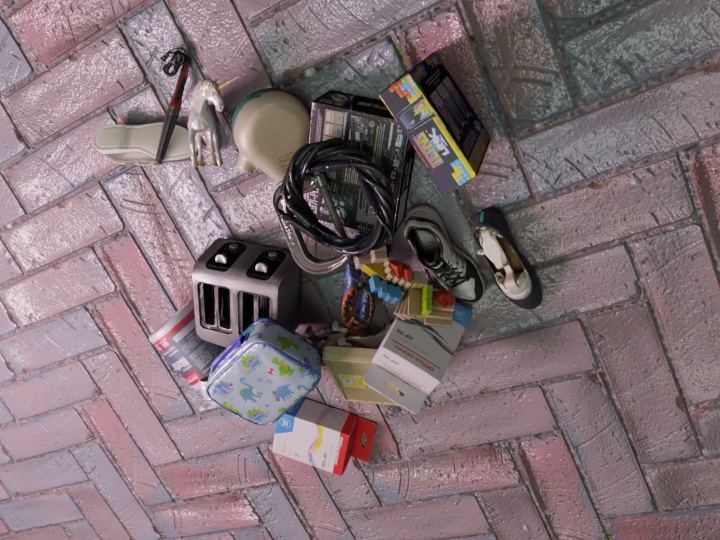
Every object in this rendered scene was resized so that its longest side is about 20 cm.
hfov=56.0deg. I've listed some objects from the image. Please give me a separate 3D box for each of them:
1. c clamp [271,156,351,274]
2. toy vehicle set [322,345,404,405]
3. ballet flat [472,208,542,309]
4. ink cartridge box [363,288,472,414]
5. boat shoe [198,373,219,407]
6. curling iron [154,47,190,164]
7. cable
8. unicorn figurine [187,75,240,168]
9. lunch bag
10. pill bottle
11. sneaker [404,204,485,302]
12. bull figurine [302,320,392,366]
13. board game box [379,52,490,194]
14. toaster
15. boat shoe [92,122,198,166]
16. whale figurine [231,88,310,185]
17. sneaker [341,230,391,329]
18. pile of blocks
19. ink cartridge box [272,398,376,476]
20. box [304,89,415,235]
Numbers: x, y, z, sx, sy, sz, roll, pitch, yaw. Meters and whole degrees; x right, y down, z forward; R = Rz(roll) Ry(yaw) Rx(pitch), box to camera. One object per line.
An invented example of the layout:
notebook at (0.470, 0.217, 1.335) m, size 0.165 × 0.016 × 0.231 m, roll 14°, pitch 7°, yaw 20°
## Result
c clamp at (-0.065, -0.087, 1.116) m, size 0.170 × 0.027 × 0.201 m, roll -6°, pitch 113°, yaw 23°
toy vehicle set at (0.010, 0.201, 1.272) m, size 0.123 × 0.027 × 0.200 m, roll 3°, pitch 148°, yaw 13°
ballet flat at (0.241, -0.007, 1.126) m, size 0.073 × 0.073 × 0.201 m, roll -22°, pitch 107°, yaw 27°
ink cartridge box at (0.100, 0.129, 1.161) m, size 0.115 × 0.200 × 0.067 m, roll 30°, pitch 145°, yaw 1°
boat shoe at (-0.223, 0.189, 1.328) m, size 0.071 × 0.199 × 0.070 m, roll 14°, pitch 128°, yaw 62°
curling iron at (-0.333, -0.285, 1.177) m, size 0.049 × 0.026 × 0.201 m, roll 10°, pitch 102°, yaw -10°
cable at (-0.027, -0.110, 1.062) m, size 0.199 × 0.051 × 0.164 m, roll 32°, pitch 108°, yaw 0°
unicorn figurine at (-0.257, -0.241, 1.125) m, size 0.073 × 0.200 × 0.138 m, roll -7°, pitch 101°, yaw -25°
lunch bag at (-0.175, 0.181, 1.218) m, size 0.160 × 0.083 × 0.200 m, roll 33°, pitch 123°, yaw -22°
pill bottle at (-0.321, 0.172, 1.380) m, size 0.119 × 0.120 × 0.200 m, roll -35°, pitch 101°, yaw 30°
sneaker at (0.136, -0.013, 1.149) m, size 0.075 × 0.088 × 0.200 m, roll -34°, pitch 102°, yaw 28°
bull figurine at (-0.028, 0.139, 1.276) m, size 0.199 × 0.066 × 0.121 m, roll -21°, pitch 145°, yaw 33°
board game box at (0.115, -0.220, 0.985) m, size 0.057 × 0.200 × 0.166 m, roll -29°, pitch 103°, yaw 27°
toaster at (-0.214, 0.054, 1.286) m, size 0.180 × 0.119 × 0.201 m, roll 12°, pitch 119°, yaw 14°
boat shoe at (-0.384, -0.226, 1.238) m, size 0.200 × 0.073 × 0.060 m, roll 5°, pitch 162°, yaw 9°
whale figurine at (-0.141, -0.212, 1.146) m, size 0.158 × 0.104 × 0.201 m, roll -29°, pitch 132°, yaw -8°
sneaker at (0.000, 0.000, 1.211) m, size 0.075 × 0.078 × 0.201 m, roll 12°, pitch 104°, yaw -14°
pile of blocks at (0.075, 0.027, 1.127) m, size 0.199 × 0.082 × 0.062 m, roll 30°, pitch 155°, yaw -3°
ink cartridge box at (-0.076, 0.349, 1.415) m, size 0.199 × 0.067 × 0.117 m, roll 16°, pitch 120°, yaw 11°
box at (0.000, -0.174, 1.113) m, size 0.163 × 0.086 × 0.201 m, roll 14°, pitch 120°, yaw 12°
